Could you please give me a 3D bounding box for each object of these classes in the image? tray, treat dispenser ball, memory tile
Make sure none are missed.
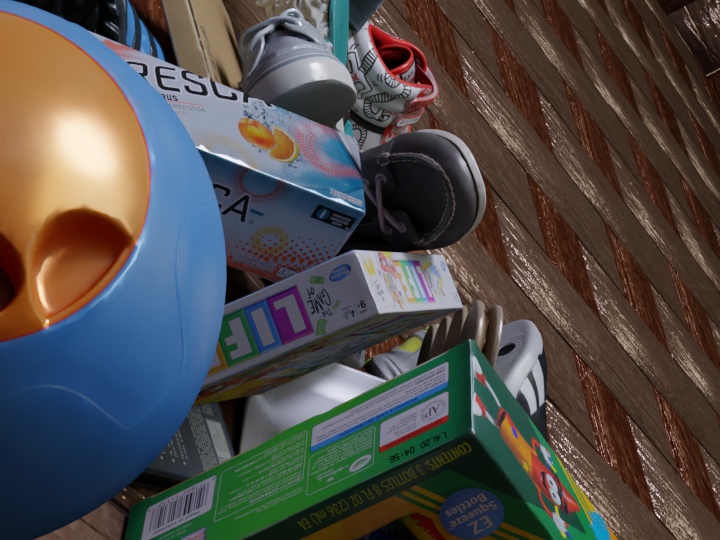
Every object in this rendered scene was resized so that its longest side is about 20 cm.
[{"bbox_3d":[-0.022,0.118,1.111,0.107,0.022,0.200,19,32,-10],"label":"tray"},{"bbox_3d":[-0.148,0.001,0.699,0.201,0.200,0.201,52,21,-29],"label":"treat dispenser ball"},{"bbox_3d":[0.045,0.098,1.137,0.200,0.017,0.154,136,-34,-80],"label":"memory tile"}]

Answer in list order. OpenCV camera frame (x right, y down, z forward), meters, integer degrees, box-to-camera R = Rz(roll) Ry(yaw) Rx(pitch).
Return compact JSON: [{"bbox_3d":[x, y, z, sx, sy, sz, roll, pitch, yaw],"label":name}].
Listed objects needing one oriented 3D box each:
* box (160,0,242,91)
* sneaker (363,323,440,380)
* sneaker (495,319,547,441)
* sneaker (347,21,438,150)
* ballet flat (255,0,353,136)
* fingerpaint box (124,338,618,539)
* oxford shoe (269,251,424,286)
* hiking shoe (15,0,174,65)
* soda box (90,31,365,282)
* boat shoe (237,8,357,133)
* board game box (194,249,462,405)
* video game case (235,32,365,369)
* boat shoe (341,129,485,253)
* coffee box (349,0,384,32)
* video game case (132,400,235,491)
[{"bbox_3d":[-0.090,-0.125,1.188,0.164,0.021,0.201,64,7,-58],"label":"box"},{"bbox_3d":[0.062,0.075,1.357,0.076,0.076,0.200,62,9,3],"label":"sneaker"},{"bbox_3d":[0.117,0.132,1.468,0.112,0.073,0.200,59,26,-21],"label":"sneaker"},{"bbox_3d":[0.018,-0.092,1.362,0.201,0.107,0.067,47,23,-41],"label":"sneaker"},{"bbox_3d":[-0.035,-0.101,1.270,0.072,0.071,0.201,-63,152,-68],"label":"ballet flat"},{"bbox_3d":[0.011,0.151,0.928,0.167,0.199,0.074,54,21,-27],"label":"fingerpaint box"},{"bbox_3d":[0.000,0.000,1.220,0.200,0.071,0.072,-25,112,-67],"label":"oxford shoe"},{"bbox_3d":[-0.150,-0.122,1.095,0.087,0.074,0.201,-93,161,-66],"label":"hiking shoe"},{"bbox_3d":[-0.099,-0.061,1.002,0.199,0.068,0.064,20,38,-23],"label":"soda box"},{"bbox_3d":[-0.046,-0.112,1.129,0.201,0.070,0.072,102,-32,-85],"label":"boat shoe"},{"bbox_3d":[-0.031,0.031,1.021,0.034,0.134,0.200,68,14,6],"label":"board game box"},{"bbox_3d":[-0.048,-0.049,1.330,0.182,0.023,0.200,54,19,-24],"label":"video game case"},{"bbox_3d":[0.006,-0.035,1.077,0.200,0.057,0.067,-3,-69,67],"label":"boat shoe"},{"bbox_3d":[-0.031,-0.248,1.353,0.200,0.123,0.044,30,-11,47],"label":"coffee box"},{"bbox_3d":[-0.131,0.040,0.984,0.200,0.019,0.144,26,41,-61],"label":"video game case"}]
